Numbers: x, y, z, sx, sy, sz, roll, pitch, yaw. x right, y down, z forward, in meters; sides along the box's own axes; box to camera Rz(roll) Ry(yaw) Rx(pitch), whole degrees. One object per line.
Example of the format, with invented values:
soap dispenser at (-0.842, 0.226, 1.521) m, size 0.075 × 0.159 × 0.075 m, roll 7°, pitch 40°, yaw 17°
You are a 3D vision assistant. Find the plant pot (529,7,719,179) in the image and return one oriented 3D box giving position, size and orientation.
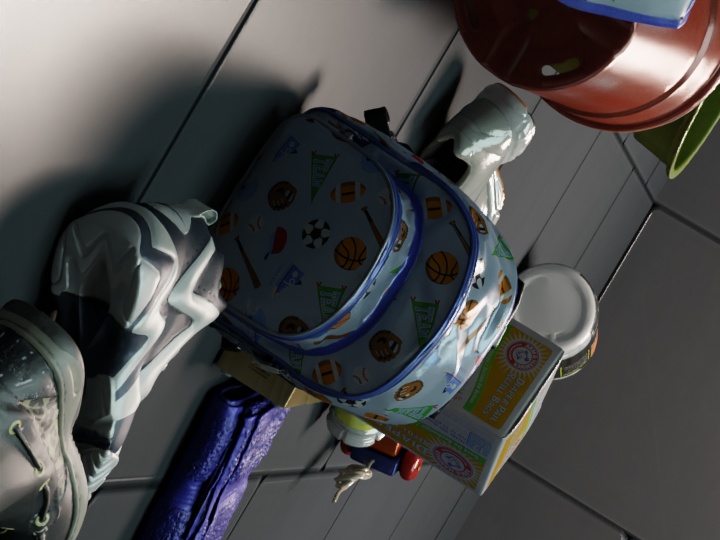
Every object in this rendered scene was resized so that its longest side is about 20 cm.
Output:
plant pot at (0.238, -0.213, 1.878) m, size 0.200 × 0.190 × 0.200 m, roll -55°, pitch 168°, yaw -17°

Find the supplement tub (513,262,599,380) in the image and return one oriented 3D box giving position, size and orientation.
supplement tub at (0.241, 0.070, 2.776) m, size 0.123 × 0.122 × 0.200 m, roll -57°, pitch 168°, yaw -10°

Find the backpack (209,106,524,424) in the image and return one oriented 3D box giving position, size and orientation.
backpack at (0.000, 0.000, 1.419) m, size 0.200 × 0.190 × 0.154 m, roll -60°, pitch 152°, yaw 4°

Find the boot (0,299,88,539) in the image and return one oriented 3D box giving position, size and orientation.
boot at (-0.214, 0.125, 1.134) m, size 0.154 × 0.073 × 0.204 m, roll -46°, pitch 159°, yaw -38°

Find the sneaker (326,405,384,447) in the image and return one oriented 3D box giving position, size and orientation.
sneaker at (0.046, 0.080, 2.091) m, size 0.200 × 0.078 × 0.090 m, roll -51°, pitch 164°, yaw -33°

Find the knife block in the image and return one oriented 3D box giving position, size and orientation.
knife block at (-0.029, 0.013, 1.635) m, size 0.176 × 0.064 × 0.200 m, roll -59°, pitch 168°, yaw 5°

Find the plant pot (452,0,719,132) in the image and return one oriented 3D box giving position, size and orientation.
plant pot at (0.172, -0.208, 1.660) m, size 0.201 × 0.200 × 0.195 m, roll -62°, pitch 160°, yaw 14°

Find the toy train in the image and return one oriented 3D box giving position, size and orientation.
toy train at (0.029, 0.149, 2.205) m, size 0.200 × 0.084 × 0.116 m, roll -37°, pitch 145°, yaw -61°

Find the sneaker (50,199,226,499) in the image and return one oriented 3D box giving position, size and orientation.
sneaker at (-0.131, 0.042, 1.241) m, size 0.129 × 0.079 × 0.200 m, roll -26°, pitch 136°, yaw -55°

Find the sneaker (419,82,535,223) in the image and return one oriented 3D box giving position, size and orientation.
sneaker at (0.077, -0.079, 1.880) m, size 0.092 × 0.076 × 0.200 m, roll -29°, pitch 156°, yaw -29°

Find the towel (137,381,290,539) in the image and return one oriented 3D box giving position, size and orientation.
towel at (-0.115, 0.175, 1.722) m, size 0.200 × 0.049 × 0.148 m, roll -62°, pitch 167°, yaw 15°

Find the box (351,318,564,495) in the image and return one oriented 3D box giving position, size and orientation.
box at (0.051, 0.075, 1.788) m, size 0.101 × 0.200 × 0.113 m, roll -52°, pitch 167°, yaw -29°

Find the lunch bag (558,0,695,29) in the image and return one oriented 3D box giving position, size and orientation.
lunch bag at (0.145, -0.261, 1.344) m, size 0.124 × 0.200 × 0.170 m, roll -45°, pitch 163°, yaw -49°
